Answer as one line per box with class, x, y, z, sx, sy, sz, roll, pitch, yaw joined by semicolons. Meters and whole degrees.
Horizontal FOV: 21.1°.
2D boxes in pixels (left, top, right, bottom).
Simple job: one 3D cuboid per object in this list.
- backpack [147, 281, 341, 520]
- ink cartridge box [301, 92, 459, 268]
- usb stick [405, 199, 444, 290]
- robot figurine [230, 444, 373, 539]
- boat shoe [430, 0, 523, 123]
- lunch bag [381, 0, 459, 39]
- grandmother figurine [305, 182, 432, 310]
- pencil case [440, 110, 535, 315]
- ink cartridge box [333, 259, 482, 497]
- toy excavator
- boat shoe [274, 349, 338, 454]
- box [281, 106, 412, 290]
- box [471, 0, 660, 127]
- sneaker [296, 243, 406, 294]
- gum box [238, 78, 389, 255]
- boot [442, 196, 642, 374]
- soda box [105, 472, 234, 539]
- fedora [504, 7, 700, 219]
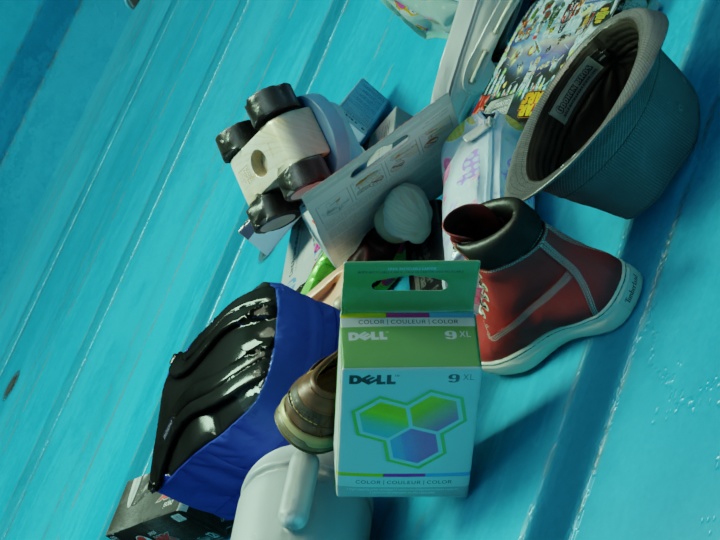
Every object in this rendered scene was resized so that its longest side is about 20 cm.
backpack;-0.077;0.110;1.719;0.200;0.167;0.163;-46;35;42
ink cartridge box;0.016;-0.091;1.740;0.160;0.047;0.200;-35;-20;-3
usb stick;0.066;0.001;1.738;0.055;0.033;0.200;-45;23;21
robot figurine;-0.050;0.223;1.573;0.201;0.112;0.170;-80;-2;-46
boat shoe;0.117;-0.204;1.851;0.072;0.065;0.201;-48;-23;-61
lunch bag;0.121;-0.324;1.954;0.171;0.122;0.200;-60;28;-9
grandmother figurine;0.000;0.000;1.768;0.200;0.060;0.122;-53;12;31
pencil case;0.109;-0.049;1.619;0.201;0.083;0.091;-86;10;-51
ink cartridge box;0.035;0.084;1.435;0.060;0.103;0.201;-94;5;-46
toy excavator;-0.038;-0.102;1.826;0.194;0.199;0.100;-41;70;50
boat shoe;0.018;0.081;1.566;0.200;0.072;0.068;-27;-25;-41
box;-0.010;-0.054;2.004;0.200;0.041;0.156;-48;21;34
box;0.176;-0.181;1.714;0.138;0.040;0.200;-63;19;-7
sneaker;-0.027;0.015;1.891;0.200;0.077;0.084;-49;19;20
gum box;-0.048;-0.115;2.086;0.170;0.044;0.200;-50;3;16
boot;0.101;0.007;1.466;0.200;0.144;0.073;-32;33;55
soda box;-0.190;0.244;1.981;0.200;0.063;0.071;-27;37;57
fedora;0.196;-0.105;1.471;0.177;0.090;0.201;-44;17;34
